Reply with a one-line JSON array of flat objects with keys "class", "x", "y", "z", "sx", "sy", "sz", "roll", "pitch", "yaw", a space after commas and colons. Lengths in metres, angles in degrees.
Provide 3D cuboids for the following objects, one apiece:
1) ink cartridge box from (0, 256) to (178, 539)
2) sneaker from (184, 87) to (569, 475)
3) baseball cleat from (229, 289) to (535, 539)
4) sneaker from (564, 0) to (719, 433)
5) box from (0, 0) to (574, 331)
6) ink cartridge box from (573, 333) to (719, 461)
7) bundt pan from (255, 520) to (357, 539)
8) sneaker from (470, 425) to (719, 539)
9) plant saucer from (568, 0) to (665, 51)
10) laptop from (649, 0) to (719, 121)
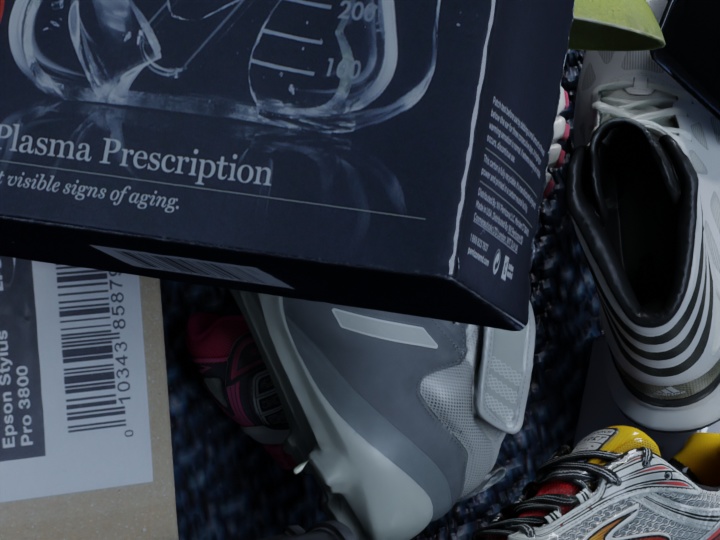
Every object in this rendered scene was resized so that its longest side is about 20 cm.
[{"class": "ink cartridge box", "x": -0.153, "y": 0.007, "z": 0.923, "sx": 0.164, "sy": 0.075, "sz": 0.201, "roll": -6, "pitch": 92, "yaw": -38}, {"class": "sneaker", "x": 0.011, "y": -0.020, "z": 1.044, "sx": 0.075, "sy": 0.080, "sz": 0.200, "roll": 44, "pitch": 64, "yaw": -24}, {"class": "baseball cleat", "x": 0.000, "y": 0.000, "z": 0.966, "sx": 0.106, "sy": 0.070, "sz": 0.201, "roll": -28, "pitch": 121, "yaw": -17}, {"class": "sneaker", "x": 0.119, "y": -0.049, "z": 1.072, "sx": 0.116, "sy": 0.075, "sz": 0.201, "roll": 72, "pitch": 14, "yaw": -56}, {"class": "box", "x": -0.039, "y": -0.090, "z": 0.826, "sx": 0.104, "sy": 0.199, "sz": 0.183, "roll": 32, "pitch": 67, "yaw": -72}, {"class": "ink cartridge box", "x": 0.182, "y": 0.120, "z": 1.162, "sx": 0.199, "sy": 0.084, "sz": 0.146, "roll": 20, "pitch": 76, "yaw": -34}, {"class": "bundt pan", "x": -0.042, "y": 0.188, "z": 0.930, "sx": 0.075, "sy": 0.202, "sz": 0.203, "roll": -1, "pitch": 88, "yaw": -24}, {"class": "sneaker", "x": 0.073, "y": 0.099, "z": 0.998, "sx": 0.199, "sy": 0.078, "sz": 0.083, "roll": -5, "pitch": 94, "yaw": -40}, {"class": "plant saucer", "x": 0.012, "y": -0.106, "z": 0.971, "sx": 0.199, "sy": 0.200, "sz": 0.031, "roll": 7, "pitch": 92, "yaw": -36}, {"class": "laptop", "x": 0.152, "y": -0.161, "z": 1.124, "sx": 0.187, "sy": 0.116, "sz": 0.200, "roll": 32, "pitch": 23, "yaw": -56}]
